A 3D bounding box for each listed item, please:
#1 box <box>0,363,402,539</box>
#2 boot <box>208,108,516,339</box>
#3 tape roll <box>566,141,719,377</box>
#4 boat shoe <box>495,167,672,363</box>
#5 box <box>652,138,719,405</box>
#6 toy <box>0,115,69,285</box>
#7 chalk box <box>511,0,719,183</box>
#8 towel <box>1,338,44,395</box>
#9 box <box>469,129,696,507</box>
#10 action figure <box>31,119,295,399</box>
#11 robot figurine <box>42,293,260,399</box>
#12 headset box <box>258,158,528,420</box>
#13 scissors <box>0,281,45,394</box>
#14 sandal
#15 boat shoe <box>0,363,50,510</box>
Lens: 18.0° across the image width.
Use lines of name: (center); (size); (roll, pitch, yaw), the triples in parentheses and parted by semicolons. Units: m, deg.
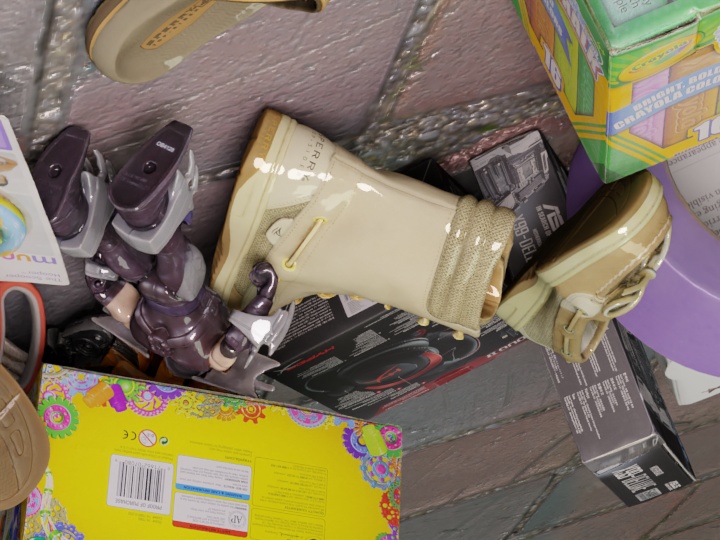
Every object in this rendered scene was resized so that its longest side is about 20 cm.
box: (-0.100, 0.160, 1.236); (0.198, 0.123, 0.193); (10, 150, -14)
boot: (0.000, 0.000, 1.237); (0.154, 0.073, 0.200); (19, 148, 1)
tape roll: (0.221, -0.046, 1.276); (0.198, 0.201, 0.085); (-15, 159, -19)
boat shoe: (0.127, 0.003, 1.188); (0.073, 0.063, 0.201); (-50, 180, -22)
box: (0.263, -0.028, 1.462); (0.199, 0.132, 0.199); (-24, 160, 3)
toy: (-0.206, -0.021, 1.045); (0.114, 0.048, 0.200); (7, 156, 4)
chalk box: (0.143, -0.149, 1.048); (0.123, 0.125, 0.200); (-22, 159, -3)
towel: (-0.200, 0.108, 1.346); (0.200, 0.132, 0.035); (-51, -169, 54)
box: (0.136, 0.032, 1.378); (0.049, 0.201, 0.158); (-23, 159, 9)
action figure: (-0.101, 0.001, 1.177); (0.129, 0.070, 0.200); (13, 154, 20)
robot figurine: (-0.134, 0.080, 1.351); (0.144, 0.059, 0.200); (28, 145, -11)
headset box: (0.024, 0.020, 1.408); (0.148, 0.076, 0.200); (-27, 159, 12)
scissors: (-0.211, 0.103, 1.243); (0.073, 0.202, 0.014); (1, -174, -30)
sandal: (-0.042, -0.131, 0.993); (0.200, 0.054, 0.080); (-36, 156, 31)
boat shoe: (-0.233, 0.042, 1.091); (0.200, 0.064, 0.071); (42, 82, -27)
